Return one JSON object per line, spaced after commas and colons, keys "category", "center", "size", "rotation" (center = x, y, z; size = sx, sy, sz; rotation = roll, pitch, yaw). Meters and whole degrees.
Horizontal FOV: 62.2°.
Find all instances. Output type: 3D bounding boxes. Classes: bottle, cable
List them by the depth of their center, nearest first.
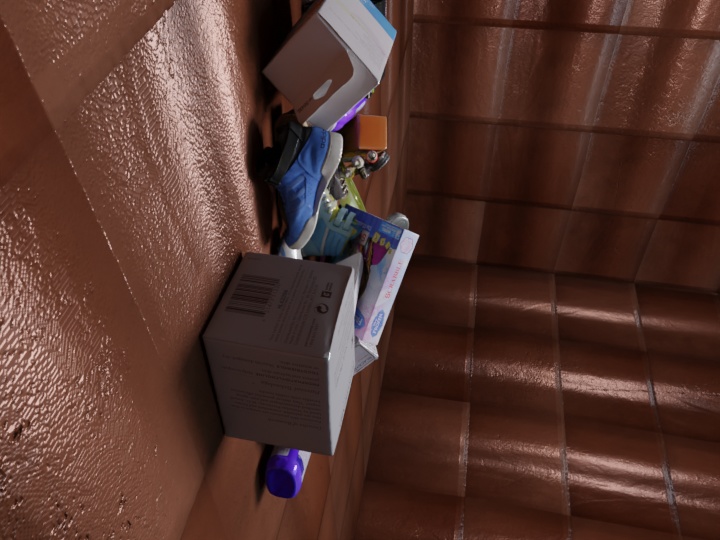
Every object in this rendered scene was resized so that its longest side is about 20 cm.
{"category": "bottle", "center": [-0.120, 0.318, 1.111], "size": [0.202, 0.063, 0.086], "rotation": [-71, 165, -58]}
{"category": "bottle", "center": [-0.045, -0.316, 1.157], "size": [0.066, 0.082, 0.201], "rotation": [56, 27, -16]}
{"category": "cable", "center": [0.008, -0.225, 1.227], "size": [0.051, 0.096, 0.201], "rotation": [55, 7, -15]}

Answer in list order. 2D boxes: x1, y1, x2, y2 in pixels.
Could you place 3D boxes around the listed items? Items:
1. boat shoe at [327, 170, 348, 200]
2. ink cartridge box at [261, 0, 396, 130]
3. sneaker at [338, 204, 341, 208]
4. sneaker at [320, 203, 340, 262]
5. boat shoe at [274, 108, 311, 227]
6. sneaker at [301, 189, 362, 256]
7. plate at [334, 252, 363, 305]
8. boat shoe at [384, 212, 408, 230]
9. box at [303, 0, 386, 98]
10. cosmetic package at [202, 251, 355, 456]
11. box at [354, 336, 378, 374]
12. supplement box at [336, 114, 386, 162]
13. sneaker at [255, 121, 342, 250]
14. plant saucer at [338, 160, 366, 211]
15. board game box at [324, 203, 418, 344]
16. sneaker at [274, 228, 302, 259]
{"category": "boat shoe", "center": [-0.056, -0.156, 1.133], "size": [0.075, 0.071, 0.206], "rotation": [-59, 165, -68]}
{"category": "ink cartridge box", "center": [-0.043, -0.313, 0.868], "size": [0.125, 0.127, 0.203], "rotation": [41, 37, -22]}
{"category": "sneaker", "center": [-0.042, -0.047, 1.240], "size": [0.078, 0.086, 0.203], "rotation": [57, 13, -43]}
{"category": "sneaker", "center": [-0.044, -0.053, 1.396], "size": [0.087, 0.078, 0.204], "rotation": [104, 5, -55]}
{"category": "boat shoe", "center": [-0.097, -0.161, 0.969], "size": [0.073, 0.070, 0.206], "rotation": [-67, 155, -58]}
{"category": "sneaker", "center": [-0.056, -0.120, 1.064], "size": [0.080, 0.126, 0.207], "rotation": [-59, 153, -66]}
{"category": "plate", "center": [-0.065, 0.088, 1.056], "size": [0.198, 0.032, 0.205], "rotation": [-24, -134, 47]}
{"category": "boat shoe", "center": [0.035, -0.050, 1.275], "size": [0.204, 0.072, 0.066], "rotation": [-60, -137, 37]}
{"category": "box", "center": [-0.023, -0.416, 1.098], "size": [0.201, 0.120, 0.153], "rotation": [-70, 164, -61]}
{"category": "cosmetic package", "center": [-0.099, 0.113, 0.821], "size": [0.170, 0.160, 0.204], "rotation": [-74, 168, -47]}
{"category": "box", "center": [-0.040, 0.114, 1.172], "size": [0.060, 0.115, 0.203], "rotation": [40, 23, -35]}
{"category": "supplement box", "center": [-0.006, -0.272, 1.247], "size": [0.199, 0.066, 0.069], "rotation": [-172, -99, -71]}
{"category": "sneaker", "center": [-0.107, -0.125, 0.881], "size": [0.078, 0.108, 0.203], "rotation": [-99, -152, -46]}
{"category": "plant saucer", "center": [-0.024, -0.159, 1.260], "size": [0.201, 0.030, 0.204], "rotation": [-89, 154, -75]}
{"category": "board game box", "center": [0.000, 0.000, 1.090], "size": [0.198, 0.040, 0.205], "rotation": [28, -81, 53]}
{"category": "sneaker", "center": [-0.109, 0.028, 1.007], "size": [0.072, 0.070, 0.207], "rotation": [-57, 151, -68]}
